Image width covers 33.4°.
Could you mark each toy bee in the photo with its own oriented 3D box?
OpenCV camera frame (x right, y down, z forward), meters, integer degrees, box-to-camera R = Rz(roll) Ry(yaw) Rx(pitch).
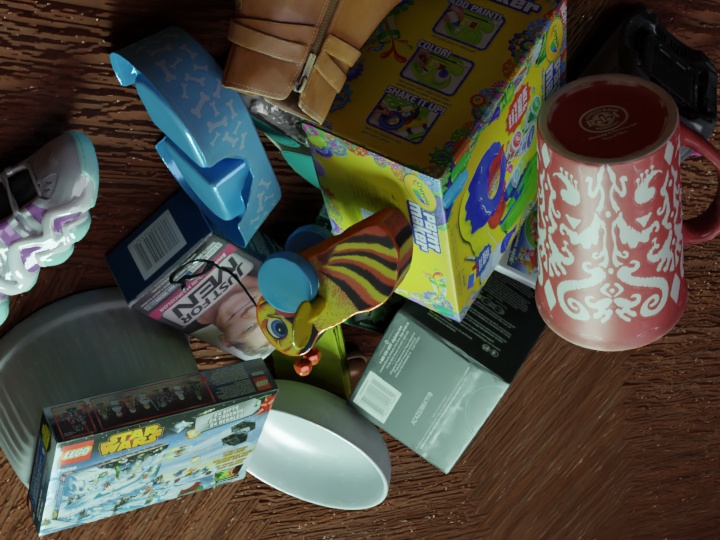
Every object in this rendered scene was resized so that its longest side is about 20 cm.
[{"bbox_3d":[-0.036,0.021,0.931,0.131,0.199,0.109,-37,111,-36],"label":"toy bee"}]

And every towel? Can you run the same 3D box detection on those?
[{"bbox_3d":[-0.054,0.099,1.239,0.085,0.018,0.201,12,146,13],"label":"towel"}]

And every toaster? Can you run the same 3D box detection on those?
[{"bbox_3d":[0.246,-0.139,1.092,0.129,0.113,0.201,-50,-171,34],"label":"toaster"}]

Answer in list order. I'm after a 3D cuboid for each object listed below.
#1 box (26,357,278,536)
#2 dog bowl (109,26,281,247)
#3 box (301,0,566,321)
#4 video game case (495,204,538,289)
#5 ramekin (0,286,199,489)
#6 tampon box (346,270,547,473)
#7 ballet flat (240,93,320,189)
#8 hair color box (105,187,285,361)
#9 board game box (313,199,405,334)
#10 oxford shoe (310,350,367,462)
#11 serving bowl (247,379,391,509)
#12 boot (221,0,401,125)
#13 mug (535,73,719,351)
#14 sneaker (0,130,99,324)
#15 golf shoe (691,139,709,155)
[{"bbox_3d":[-0.178,0.150,1.026,0.198,0.040,0.137,-11,143,-32],"label":"box"},{"bbox_3d":[-0.115,-0.099,0.888,0.049,0.111,0.200,-40,150,-12],"label":"dog bowl"},{"bbox_3d":[0.068,-0.105,0.957,0.193,0.121,0.201,-56,156,-22],"label":"box"},{"bbox_3d":[0.217,-0.036,1.161,0.199,0.018,0.145,24,75,-31],"label":"video game case"},{"bbox_3d":[-0.232,0.120,1.076,0.199,0.105,0.201,-24,147,-16],"label":"ramekin"},{"bbox_3d":[0.104,0.071,1.216,0.200,0.126,0.150,-47,168,-50],"label":"tampon box"},{"bbox_3d":[-0.042,-0.119,0.968,0.072,0.072,0.200,-38,149,9],"label":"ballet flat"},{"bbox_3d":[-0.121,0.010,1.069,0.100,0.061,0.200,-40,148,11],"label":"hair color box"},{"bbox_3d":[0.000,0.000,1.130,0.200,0.023,0.106,21,94,-63],"label":"board game box"},{"bbox_3d":[-0.029,0.171,1.360,0.071,0.072,0.201,-7,137,-31],"label":"oxford shoe"},{"bbox_3d":[-0.054,0.175,1.274,0.201,0.198,0.066,85,25,-55],"label":"serving bowl"},{"bbox_3d":[-0.007,-0.178,0.846,0.199,0.073,0.156,12,93,-34],"label":"boot"},{"bbox_3d":[0.216,-0.063,0.991,0.177,0.133,0.201,-44,143,-26],"label":"mug"},{"bbox_3d":[-0.285,-0.029,0.853,0.139,0.078,0.200,12,126,-50],"label":"sneaker"},{"bbox_3d":[0.267,-0.106,1.233,0.200,0.092,0.075,-41,149,14],"label":"golf shoe"}]
